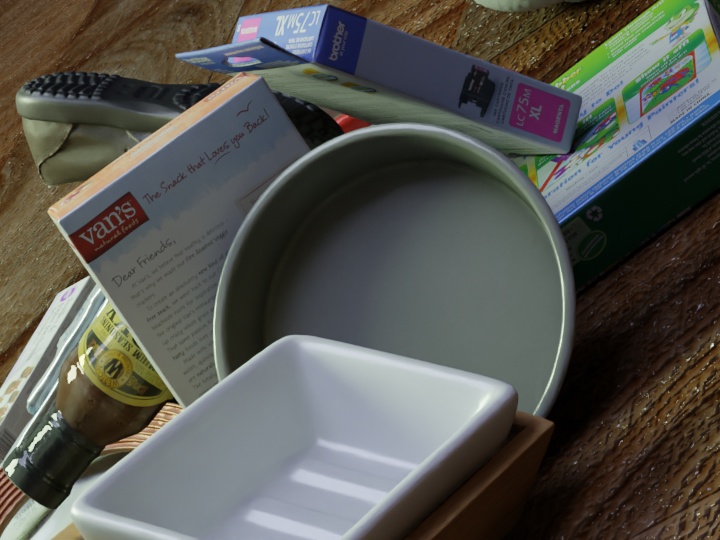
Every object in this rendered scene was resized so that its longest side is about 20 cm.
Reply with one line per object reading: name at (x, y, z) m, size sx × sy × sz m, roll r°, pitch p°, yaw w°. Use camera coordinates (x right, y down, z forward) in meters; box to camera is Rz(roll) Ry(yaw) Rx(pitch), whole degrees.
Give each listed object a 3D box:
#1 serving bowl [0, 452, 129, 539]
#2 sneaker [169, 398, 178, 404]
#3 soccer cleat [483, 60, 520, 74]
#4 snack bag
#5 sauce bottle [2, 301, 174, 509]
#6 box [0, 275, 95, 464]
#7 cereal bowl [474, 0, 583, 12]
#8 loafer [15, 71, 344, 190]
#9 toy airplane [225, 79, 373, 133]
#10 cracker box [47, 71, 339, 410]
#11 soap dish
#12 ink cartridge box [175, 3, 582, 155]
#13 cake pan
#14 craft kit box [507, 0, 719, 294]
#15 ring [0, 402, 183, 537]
serving bowl at (-0.180, 0.170, 1.626) m, size 0.200 × 0.066 × 0.200 m, roll -38°, pitch 18°, yaw 15°
sneaker at (-0.140, 0.058, 1.769) m, size 0.082 × 0.075 × 0.200 m, roll -54°, pitch -4°, yaw 37°
soccer cleat at (0.040, -0.063, 1.708) m, size 0.200 × 0.070 × 0.087 m, roll -25°, pitch 38°, yaw 51°
snack bag at (-0.192, 0.068, 1.723) m, size 0.201 × 0.021 × 0.189 m, roll -58°, pitch 5°, yaw 10°
sauce bottle at (-0.124, 0.047, 1.537) m, size 0.200 × 0.065 × 0.065 m, roll -52°, pitch 18°, yaw 5°
box at (-0.228, 0.083, 1.953) m, size 0.039 × 0.041 × 0.200 m, roll -28°, pitch 24°, yaw 36°
cereal bowl at (0.149, -0.242, 1.832) m, size 0.200 × 0.083 × 0.200 m, roll -38°, pitch 20°, yaw 16°
loafer at (-0.102, -0.069, 1.586) m, size 0.199 × 0.071 × 0.073 m, roll 9°, pitch 23°, yaw 18°
toy airplane at (-0.066, -0.057, 1.668) m, size 0.200 × 0.141 × 0.200 m, roll -65°, pitch 16°, yaw -16°
cracker box at (-0.058, 0.012, 1.475) m, size 0.134 × 0.200 × 0.058 m, roll -35°, pitch 14°, yaw -6°
soap dish at (-0.024, 0.114, 1.273) m, size 0.157 × 0.082 × 0.200 m, roll 12°, pitch 32°, yaw 32°
ink cartridge box at (0.010, -0.108, 1.525) m, size 0.119 × 0.199 × 0.042 m, roll 2°, pitch 78°, yaw 64°
cake pan at (0.021, 0.027, 1.393) m, size 0.200 × 0.201 × 0.037 m, roll -38°, pitch -23°, yaw 13°
craft kit box at (0.132, -0.063, 1.540) m, size 0.200 × 0.049 × 0.198 m, roll -37°, pitch 22°, yaw 16°
ring at (-0.157, 0.149, 1.543) m, size 0.199 × 0.019 × 0.201 m, roll -19°, pitch 41°, yaw 17°
